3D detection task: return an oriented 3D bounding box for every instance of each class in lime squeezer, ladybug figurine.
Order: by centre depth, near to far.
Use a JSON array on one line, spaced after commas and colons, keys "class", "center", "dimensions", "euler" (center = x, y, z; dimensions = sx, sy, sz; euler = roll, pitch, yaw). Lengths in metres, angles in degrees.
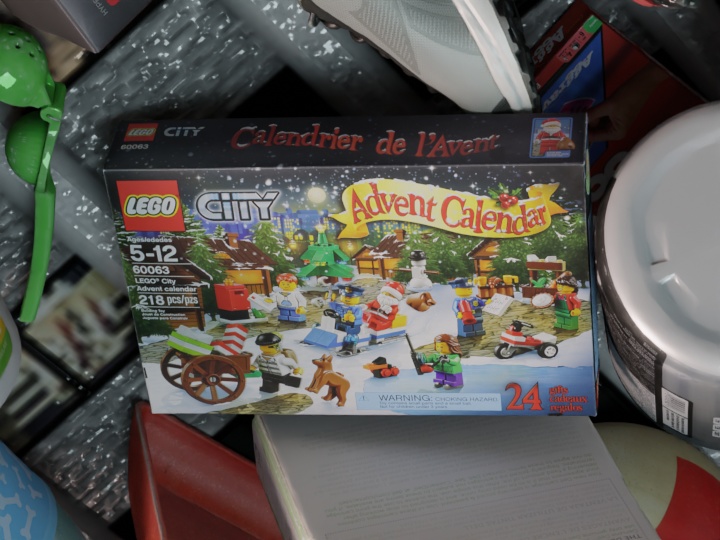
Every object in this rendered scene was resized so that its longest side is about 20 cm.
[{"class": "lime squeezer", "center": [-0.151, -0.057, 0.973], "dimensions": [0.070, 0.038, 0.200], "euler": [-28, 128, -1]}, {"class": "ladybug figurine", "center": [0.142, 0.160, 1.203], "dimensions": [0.136, 0.072, 0.200], "euler": [-38, 127, 7]}]

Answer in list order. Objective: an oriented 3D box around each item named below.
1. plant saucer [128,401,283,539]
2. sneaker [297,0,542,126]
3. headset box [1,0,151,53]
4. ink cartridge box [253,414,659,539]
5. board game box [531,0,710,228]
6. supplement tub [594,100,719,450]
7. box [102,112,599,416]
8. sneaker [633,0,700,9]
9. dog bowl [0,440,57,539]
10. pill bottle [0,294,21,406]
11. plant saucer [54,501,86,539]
[{"class": "plant saucer", "center": [-0.026, 0.174, 1.074], "dimensions": [0.199, 0.200, 0.037], "euler": [33, 115, -34]}, {"class": "sneaker", "center": [0.013, -0.119, 0.978], "dimensions": [0.079, 0.074, 0.200], "euler": [-29, 122, 13]}, {"class": "headset box", "center": [-0.094, -0.188, 0.844], "dimensions": [0.200, 0.075, 0.149], "euler": [-45, 128, -13]}, {"class": "ink cartridge box", "center": [0.047, 0.116, 1.026], "dimensions": [0.145, 0.200, 0.048], "euler": [-10, 126, -12]}, {"class": "board game box", "center": [0.069, -0.021, 1.090], "dimensions": [0.103, 0.019, 0.200], "euler": [32, 107, -35]}, {"class": "supplement tub", "center": [0.165, 0.010, 1.036], "dimensions": [0.122, 0.123, 0.200], "euler": [-29, 164, 0]}, {"class": "box", "center": [0.000, 0.000, 1.014], "dimensions": [0.199, 0.038, 0.137], "euler": [-1, 129, 9]}, {"class": "sneaker", "center": [0.069, -0.171, 0.931], "dimensions": [0.200, 0.098, 0.071], "euler": [28, 98, -48]}, {"class": "dog bowl", "center": [-0.222, 0.124, 0.960], "dimensions": [0.200, 0.111, 0.050], "euler": [-30, 123, -7]}, {"class": "pill bottle", "center": [-0.219, -0.021, 0.925], "dimensions": [0.111, 0.111, 0.200], "euler": [-24, 127, -3]}, {"class": "plant saucer", "center": [-0.203, 0.170, 1.021], "dimensions": [0.200, 0.201, 0.027], "euler": [-22, 168, -5]}]
